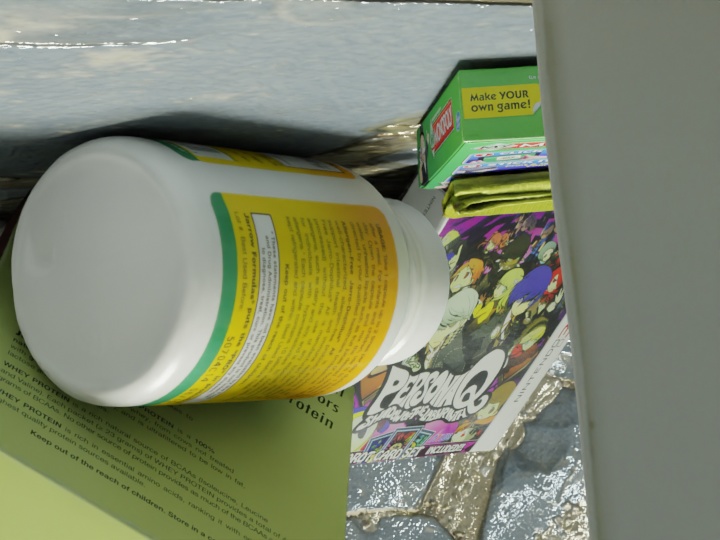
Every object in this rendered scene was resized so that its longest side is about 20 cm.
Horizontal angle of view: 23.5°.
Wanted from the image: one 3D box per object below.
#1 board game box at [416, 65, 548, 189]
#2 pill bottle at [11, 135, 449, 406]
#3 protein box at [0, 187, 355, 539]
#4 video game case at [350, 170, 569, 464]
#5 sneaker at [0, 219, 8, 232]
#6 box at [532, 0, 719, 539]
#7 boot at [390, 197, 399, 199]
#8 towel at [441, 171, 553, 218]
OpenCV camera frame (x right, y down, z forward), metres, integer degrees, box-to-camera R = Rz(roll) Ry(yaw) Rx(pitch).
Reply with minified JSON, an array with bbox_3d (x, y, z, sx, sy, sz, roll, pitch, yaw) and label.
[{"bbox_3d":[0.129,-0.060,0.691,0.200,0.029,0.135,-4,175,-5],"label":"board game box"},{"bbox_3d":[-0.048,0.003,0.780,0.113,0.113,0.200,-8,175,36],"label":"pill bottle"},{"bbox_3d":[-0.122,0.103,0.806,0.198,0.135,0.200,33,-155,-15],"label":"protein box"},{"bbox_3d":[0.056,0.030,0.970,0.200,0.181,0.036,3,-145,-52],"label":"video game case"},{"bbox_3d":[-0.219,0.005,0.917,0.200,0.075,0.115,-7,177,-42],"label":"sneaker"},{"bbox_3d":[0.142,0.004,0.455,0.171,0.200,0.199,-7,175,10],"label":"box"},{"bbox_3d":[0.000,0.000,1.050,0.200,0.070,0.146,0,175,-45],"label":"boot"},{"bbox_3d":[0.136,-0.034,0.740,0.200,0.018,0.086,-4,175,0],"label":"towel"}]
